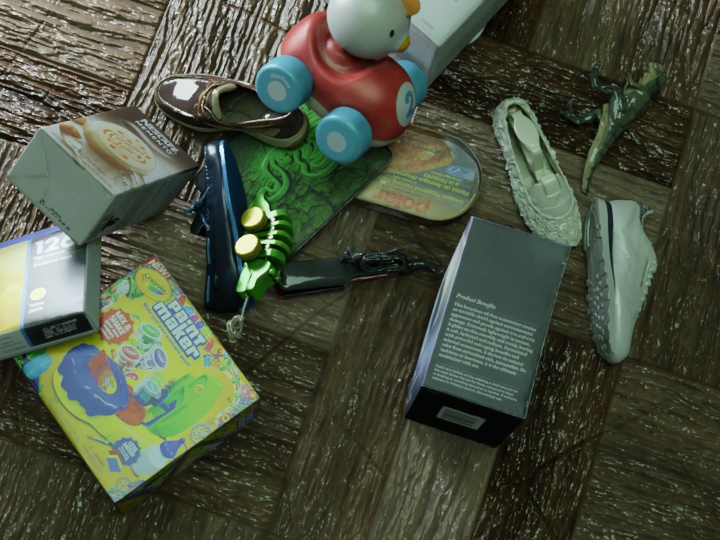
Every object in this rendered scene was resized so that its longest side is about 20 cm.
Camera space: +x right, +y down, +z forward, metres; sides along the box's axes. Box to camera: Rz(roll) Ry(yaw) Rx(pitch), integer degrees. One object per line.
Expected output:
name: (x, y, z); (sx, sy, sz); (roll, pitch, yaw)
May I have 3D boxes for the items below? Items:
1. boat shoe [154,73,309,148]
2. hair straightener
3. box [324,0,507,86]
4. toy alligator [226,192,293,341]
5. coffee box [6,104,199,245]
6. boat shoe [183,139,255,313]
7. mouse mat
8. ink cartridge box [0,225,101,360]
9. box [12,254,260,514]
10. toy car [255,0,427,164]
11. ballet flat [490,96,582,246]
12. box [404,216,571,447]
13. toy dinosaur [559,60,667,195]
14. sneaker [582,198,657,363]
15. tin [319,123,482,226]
boat shoe: (-0.159, -0.199, 1.670); (0.199, 0.072, 0.072); (19, 78, 18)
hair straightener: (0.000, 0.000, 1.644); (0.199, 0.077, 0.041); (-3, 73, -5)
box: (0.077, -0.373, 1.723); (0.200, 0.131, 0.199); (40, 76, 7)
toy alligator: (-0.108, -0.008, 1.601); (0.054, 0.059, 0.201); (-8, 52, 21)
coffee box: (-0.284, -0.111, 1.585); (0.114, 0.200, 0.080); (43, 113, 6)
boat shoe: (-0.169, -0.050, 1.637); (0.068, 0.084, 0.201); (-9, 80, 13)
mouse mat: (-0.081, -0.121, 1.680); (0.200, 0.008, 0.161); (-44, 76, -3)
ink cartridge box: (-0.382, 0.014, 1.551); (0.197, 0.047, 0.201); (-17, 44, 7)
box: (-0.246, 0.128, 1.567); (0.192, 0.122, 0.200); (-36, 81, -14)
toy car: (0.013, -0.257, 1.598); (0.177, 0.200, 0.184); (41, 41, 3)
ballet flat: (0.210, -0.120, 1.701); (0.071, 0.072, 0.201); (-22, 78, -10)
box: (0.136, 0.072, 1.573); (0.123, 0.200, 0.199); (18, 73, 1)
toy dinosaur: (0.302, -0.198, 1.741); (0.088, 0.047, 0.200); (37, 78, -1)
sneaker: (0.313, 0.011, 1.673); (0.080, 0.076, 0.201); (5, 76, -13)
tin: (0.047, -0.120, 1.702); (0.199, 0.042, 0.112); (17, 70, 1)
